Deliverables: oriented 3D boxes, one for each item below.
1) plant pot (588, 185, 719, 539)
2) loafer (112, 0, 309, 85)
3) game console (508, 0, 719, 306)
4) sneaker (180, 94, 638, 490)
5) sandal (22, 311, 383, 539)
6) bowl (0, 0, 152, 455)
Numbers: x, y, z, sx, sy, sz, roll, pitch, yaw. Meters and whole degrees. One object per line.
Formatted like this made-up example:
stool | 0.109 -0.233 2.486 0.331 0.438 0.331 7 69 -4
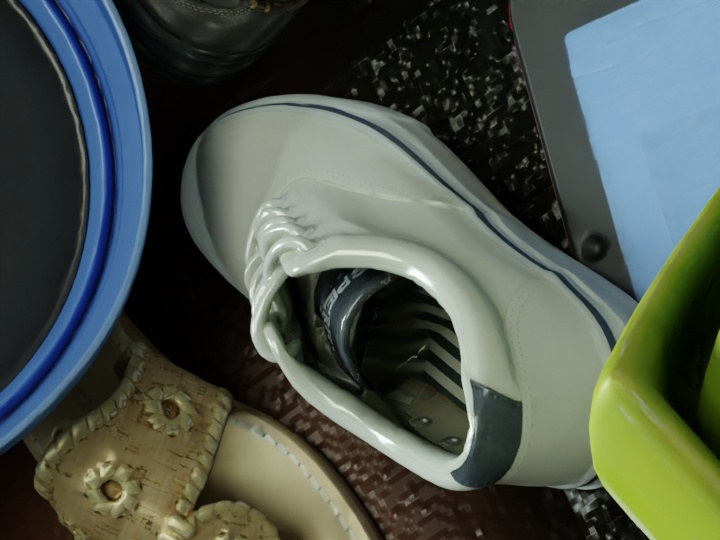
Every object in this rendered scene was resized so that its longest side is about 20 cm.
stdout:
plant pot | 0.169 0.011 0.598 0.199 0.200 0.181 45 122 -2
loafer | -0.081 -0.148 0.857 0.200 0.073 0.072 47 151 -6
game console | 0.131 -0.033 0.763 0.177 0.031 0.201 -25 71 32
sneaker | 0.000 0.000 0.812 0.200 0.071 0.073 29 113 49
sandal | -0.077 0.052 0.880 0.212 0.070 0.078 48 112 30
bowl | -0.158 -0.028 0.839 0.200 0.039 0.201 2 78 -8
